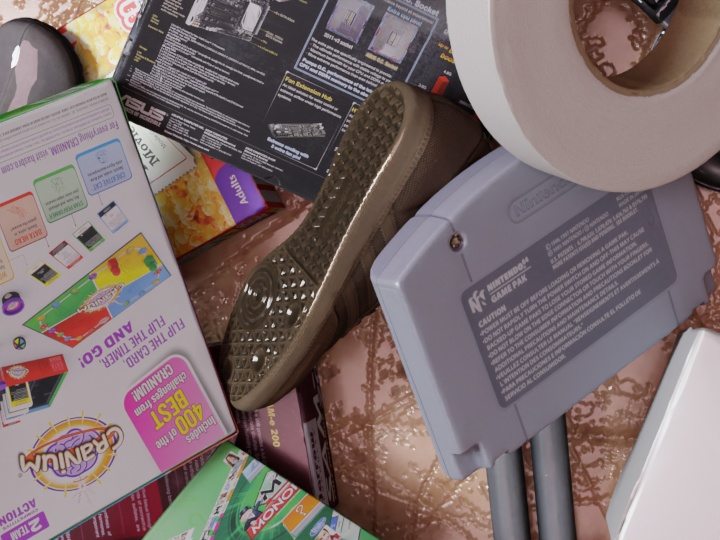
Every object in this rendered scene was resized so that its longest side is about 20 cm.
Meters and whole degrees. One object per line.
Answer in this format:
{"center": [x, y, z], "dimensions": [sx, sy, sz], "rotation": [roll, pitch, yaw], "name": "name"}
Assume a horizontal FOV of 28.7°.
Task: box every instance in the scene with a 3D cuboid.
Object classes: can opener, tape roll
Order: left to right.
{"center": [0.089, 0.084, 0.787], "dimensions": [0.052, 0.066, 0.203], "rotation": [-5, 97, 12], "name": "can opener"}
{"center": [0.130, -0.139, 0.667], "dimensions": [0.201, 0.037, 0.206], "rotation": [-11, 110, -30], "name": "tape roll"}

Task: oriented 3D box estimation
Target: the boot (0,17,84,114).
{"center": [-0.212, -0.041, 0.752], "dimensions": [0.069, 0.132, 0.203], "rotation": [14, 94, 11], "name": "boot"}

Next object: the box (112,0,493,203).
{"center": [-0.016, -0.119, 0.746], "dimensions": [0.198, 0.050, 0.159], "rotation": [23, 115, -13], "name": "box"}

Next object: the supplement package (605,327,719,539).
{"center": [0.239, 0.122, 0.725], "dimensions": [0.198, 0.121, 0.121], "rotation": [23, 91, 9], "name": "supplement package"}

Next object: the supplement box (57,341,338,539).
{"center": [-0.120, 0.103, 0.825], "dimensions": [0.197, 0.061, 0.110], "rotation": [-9, 90, 11], "name": "supplement box"}

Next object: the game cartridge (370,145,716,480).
{"center": [0.097, -0.001, 0.723], "dimensions": [0.199, 0.040, 0.135], "rotation": [-31, 115, -27], "name": "game cartridge"}

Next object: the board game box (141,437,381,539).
{"center": [-0.074, 0.196, 0.705], "dimensions": [0.134, 0.029, 0.200], "rotation": [29, 58, 17], "name": "board game box"}

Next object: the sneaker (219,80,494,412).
{"center": [0.000, 0.000, 0.738], "dimensions": [0.075, 0.071, 0.201], "rotation": [18, 117, -34], "name": "sneaker"}

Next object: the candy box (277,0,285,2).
{"center": [-0.002, -0.245, 0.676], "dimensions": [0.166, 0.072, 0.202], "rotation": [-19, 76, -31], "name": "candy box"}

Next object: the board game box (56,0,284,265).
{"center": [-0.166, -0.057, 0.834], "dimensions": [0.198, 0.046, 0.153], "rotation": [-29, 87, 10], "name": "board game box"}

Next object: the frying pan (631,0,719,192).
{"center": [0.193, -0.131, 0.752], "dimensions": [0.114, 0.031, 0.192], "rotation": [-27, 104, 2], "name": "frying pan"}

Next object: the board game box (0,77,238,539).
{"center": [-0.161, 0.024, 0.708], "dimensions": [0.040, 0.152, 0.202], "rotation": [0, 112, 53], "name": "board game box"}
